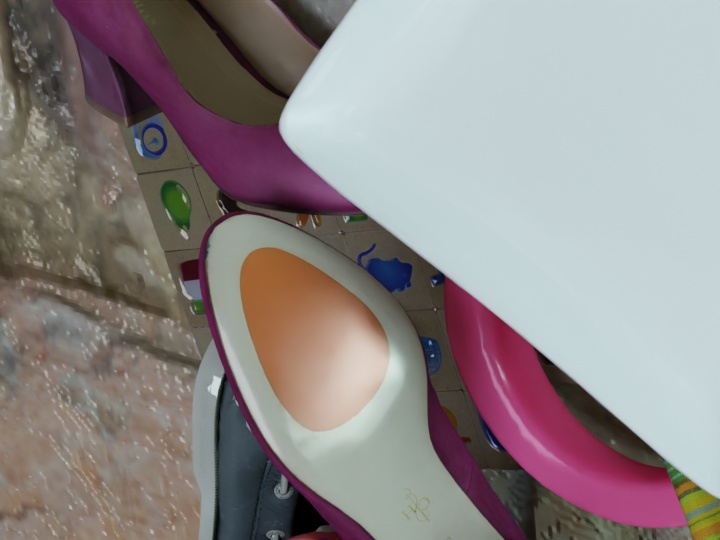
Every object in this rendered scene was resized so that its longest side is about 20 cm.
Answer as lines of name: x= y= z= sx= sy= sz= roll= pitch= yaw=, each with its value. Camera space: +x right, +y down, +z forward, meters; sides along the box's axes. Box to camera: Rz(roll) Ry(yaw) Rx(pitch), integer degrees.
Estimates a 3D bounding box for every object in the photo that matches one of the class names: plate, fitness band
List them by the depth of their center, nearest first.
plate: x=0.101 y=-0.064 z=0.844 sx=0.200 sy=0.032 sz=0.200 roll=40 pitch=105 yaw=20
fitness band: x=0.101 y=-0.001 z=0.920 sx=0.144 sy=0.037 sz=0.200 roll=37 pitch=130 yaw=17

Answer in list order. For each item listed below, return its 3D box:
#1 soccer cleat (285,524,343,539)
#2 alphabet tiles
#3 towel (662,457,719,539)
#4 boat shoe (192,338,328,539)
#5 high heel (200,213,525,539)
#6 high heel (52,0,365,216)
soccer cleat: x=-0.001 y=0.169 z=1.049 sx=0.076 sy=0.067 sz=0.200 roll=56 pitch=167 yaw=35
alphabet tiles: x=0.000 y=0.000 z=1.037 sx=0.200 sy=0.008 sz=0.167 roll=-5 pitch=109 yaw=43
towel: x=0.141 y=0.094 z=0.850 sx=0.086 sy=0.018 sz=0.200 roll=-40 pitch=62 yaw=45
boat shoe: x=-0.022 y=0.106 z=1.064 sx=0.062 sy=0.073 sz=0.200 roll=18 pitch=132 yaw=26
high heel: x=0.000 y=0.064 z=0.976 sx=0.200 sy=0.067 sz=0.096 roll=57 pitch=169 yaw=-10
high heel: x=-0.044 y=-0.083 z=0.974 sx=0.200 sy=0.067 sz=0.096 roll=20 pitch=129 yaw=39
